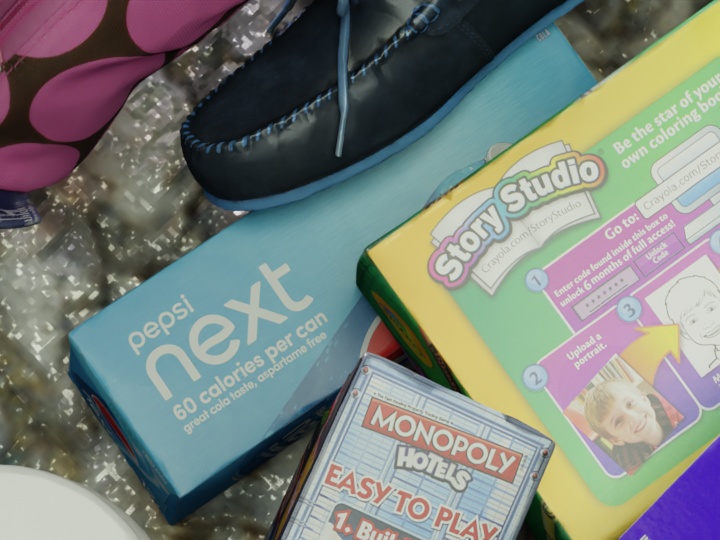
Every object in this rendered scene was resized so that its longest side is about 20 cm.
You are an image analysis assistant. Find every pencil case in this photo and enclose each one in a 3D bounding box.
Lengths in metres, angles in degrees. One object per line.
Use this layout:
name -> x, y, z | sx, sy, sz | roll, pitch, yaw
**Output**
pencil case -> -0.070, -0.106, 0.863 | 0.200, 0.093, 0.091 | -41, 69, 29

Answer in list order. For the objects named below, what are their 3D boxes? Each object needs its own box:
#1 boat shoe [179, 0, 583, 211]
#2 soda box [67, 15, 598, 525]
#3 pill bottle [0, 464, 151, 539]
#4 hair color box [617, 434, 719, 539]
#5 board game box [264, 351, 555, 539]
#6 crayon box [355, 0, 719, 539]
boat shoe -> 0.015, -0.100, 0.900 | 0.200, 0.084, 0.069 | -41, 129, -19
soda box -> 0.000, 0.000, 0.919 | 0.199, 0.064, 0.068 | -34, 83, -13
pill bottle -> -0.108, 0.121, 0.807 | 0.113, 0.200, 0.114 | 2, 77, -7
hair color box -> 0.122, 0.102, 0.787 | 0.200, 0.109, 0.065 | -47, 55, 3
board game box -> -0.010, 0.115, 0.788 | 0.061, 0.200, 0.201 | 25, 100, -1
crayon box -> 0.112, -0.010, 0.860 | 0.200, 0.058, 0.119 | -35, 83, -6
